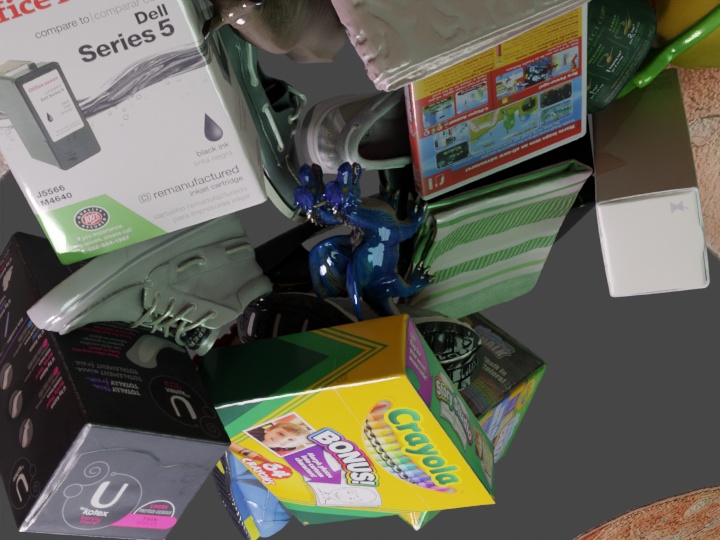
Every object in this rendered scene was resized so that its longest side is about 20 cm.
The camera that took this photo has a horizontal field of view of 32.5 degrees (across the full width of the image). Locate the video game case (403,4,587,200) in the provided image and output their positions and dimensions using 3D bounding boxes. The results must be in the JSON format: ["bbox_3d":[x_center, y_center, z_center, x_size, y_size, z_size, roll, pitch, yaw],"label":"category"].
[{"bbox_3d":[0.095,-0.153,0.867,0.142,0.017,0.201,-22,135,-13],"label":"video game case"}]

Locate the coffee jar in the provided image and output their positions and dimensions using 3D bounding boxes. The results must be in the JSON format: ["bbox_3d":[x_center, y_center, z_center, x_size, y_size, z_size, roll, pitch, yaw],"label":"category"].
[{"bbox_3d":[0.125,-0.194,0.926,0.199,0.086,0.105,14,119,-40],"label":"coffee jar"}]

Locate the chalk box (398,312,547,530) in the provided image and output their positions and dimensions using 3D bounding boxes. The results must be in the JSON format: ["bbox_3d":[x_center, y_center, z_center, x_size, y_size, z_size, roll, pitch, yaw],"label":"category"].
[{"bbox_3d":[0.079,0.117,1.143,0.199,0.124,0.125,-27,145,-46],"label":"chalk box"}]

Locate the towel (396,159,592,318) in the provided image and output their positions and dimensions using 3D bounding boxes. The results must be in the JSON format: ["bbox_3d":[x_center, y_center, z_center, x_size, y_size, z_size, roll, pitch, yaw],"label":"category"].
[{"bbox_3d":[0.104,-0.014,1.024,0.151,0.024,0.201,-19,153,-18],"label":"towel"}]

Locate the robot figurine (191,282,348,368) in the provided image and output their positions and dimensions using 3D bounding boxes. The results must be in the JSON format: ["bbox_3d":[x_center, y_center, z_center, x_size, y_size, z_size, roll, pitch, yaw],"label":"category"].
[{"bbox_3d":[-0.075,0.080,1.077,0.200,0.058,0.145,-42,140,10],"label":"robot figurine"}]

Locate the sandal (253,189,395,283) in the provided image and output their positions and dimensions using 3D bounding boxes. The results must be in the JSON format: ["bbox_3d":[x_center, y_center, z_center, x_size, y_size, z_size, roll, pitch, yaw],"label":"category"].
[{"bbox_3d":[-0.055,-0.007,0.989,0.199,0.048,0.075,-27,-177,7],"label":"sandal"}]

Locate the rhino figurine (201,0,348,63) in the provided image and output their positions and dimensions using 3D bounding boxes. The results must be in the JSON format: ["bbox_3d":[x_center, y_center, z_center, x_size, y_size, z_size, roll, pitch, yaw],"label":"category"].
[{"bbox_3d":[-0.059,-0.175,0.769,0.059,0.088,0.200,-21,177,21],"label":"rhino figurine"}]

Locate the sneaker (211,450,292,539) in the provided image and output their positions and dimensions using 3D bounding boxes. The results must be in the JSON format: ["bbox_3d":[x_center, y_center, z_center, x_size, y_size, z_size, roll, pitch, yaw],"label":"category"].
[{"bbox_3d":[-0.089,0.156,1.054,0.078,0.066,0.201,-29,142,-15],"label":"sneaker"}]

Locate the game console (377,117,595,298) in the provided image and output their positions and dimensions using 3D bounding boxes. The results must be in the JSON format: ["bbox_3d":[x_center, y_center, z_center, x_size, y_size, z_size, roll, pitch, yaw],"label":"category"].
[{"bbox_3d":[0.097,-0.074,1.076,0.198,0.117,0.176,-17,166,-18],"label":"game console"}]

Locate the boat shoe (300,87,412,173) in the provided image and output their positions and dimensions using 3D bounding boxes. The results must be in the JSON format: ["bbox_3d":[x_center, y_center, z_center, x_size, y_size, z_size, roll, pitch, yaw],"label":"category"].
[{"bbox_3d":[0.048,-0.115,0.938,0.201,0.064,0.075,-18,113,-37],"label":"boat shoe"}]

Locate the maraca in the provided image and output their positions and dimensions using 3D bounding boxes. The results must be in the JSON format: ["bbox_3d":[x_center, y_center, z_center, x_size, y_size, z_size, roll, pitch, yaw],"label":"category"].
[{"bbox_3d":[0.277,-0.210,0.991,0.200,0.137,0.107,-41,95,19],"label":"maraca"}]

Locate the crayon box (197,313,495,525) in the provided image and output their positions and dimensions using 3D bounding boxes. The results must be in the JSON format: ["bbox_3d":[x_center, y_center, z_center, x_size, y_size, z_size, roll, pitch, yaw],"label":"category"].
[{"bbox_3d":[-0.007,0.123,0.954,0.171,0.059,0.200,-10,141,22],"label":"crayon box"}]

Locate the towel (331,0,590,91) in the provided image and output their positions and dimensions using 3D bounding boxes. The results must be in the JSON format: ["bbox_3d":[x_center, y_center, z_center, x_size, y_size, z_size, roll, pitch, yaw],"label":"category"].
[{"bbox_3d":[0.051,-0.232,0.775,0.190,0.201,0.032,-24,170,-14],"label":"towel"}]

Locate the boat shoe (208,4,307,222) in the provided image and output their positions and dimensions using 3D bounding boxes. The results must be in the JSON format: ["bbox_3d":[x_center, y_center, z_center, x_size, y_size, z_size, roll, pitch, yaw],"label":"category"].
[{"bbox_3d":[-0.067,-0.111,0.891,0.061,0.073,0.200,-31,134,2],"label":"boat shoe"}]

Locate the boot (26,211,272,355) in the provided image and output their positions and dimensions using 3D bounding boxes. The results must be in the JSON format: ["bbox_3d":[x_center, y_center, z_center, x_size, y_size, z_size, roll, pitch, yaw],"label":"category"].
[{"bbox_3d":[-0.136,0.019,0.871,0.073,0.096,0.200,-32,-177,42],"label":"boot"}]

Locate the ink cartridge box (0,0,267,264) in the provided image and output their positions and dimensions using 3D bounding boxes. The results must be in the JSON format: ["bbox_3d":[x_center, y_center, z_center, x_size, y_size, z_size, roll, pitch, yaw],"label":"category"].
[{"bbox_3d":[-0.158,-0.120,0.766,0.144,0.084,0.201,-17,129,4],"label":"ink cartridge box"}]

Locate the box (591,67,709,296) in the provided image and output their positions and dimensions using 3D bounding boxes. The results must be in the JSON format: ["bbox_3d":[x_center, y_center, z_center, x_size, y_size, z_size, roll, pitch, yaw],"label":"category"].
[{"bbox_3d":[0.233,-0.075,1.006,0.077,0.201,0.096,-7,122,14],"label":"box"}]

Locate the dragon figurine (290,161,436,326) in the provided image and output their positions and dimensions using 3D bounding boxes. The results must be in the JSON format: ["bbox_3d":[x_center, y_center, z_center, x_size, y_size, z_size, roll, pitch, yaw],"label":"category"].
[{"bbox_3d":[0.000,0.000,0.905,0.099,0.059,0.202,-26,128,-34],"label":"dragon figurine"}]

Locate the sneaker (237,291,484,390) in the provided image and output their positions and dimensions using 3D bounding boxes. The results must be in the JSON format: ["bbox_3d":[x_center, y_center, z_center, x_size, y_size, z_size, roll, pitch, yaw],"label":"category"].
[{"bbox_3d":[-0.002,0.057,1.004,0.198,0.079,0.075,9,99,-6],"label":"sneaker"}]

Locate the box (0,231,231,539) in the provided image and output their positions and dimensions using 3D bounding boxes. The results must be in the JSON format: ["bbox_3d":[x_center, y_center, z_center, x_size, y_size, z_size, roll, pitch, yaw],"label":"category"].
[{"bbox_3d":[-0.197,0.084,0.892,0.122,0.200,0.106,16,119,-41],"label":"box"}]
